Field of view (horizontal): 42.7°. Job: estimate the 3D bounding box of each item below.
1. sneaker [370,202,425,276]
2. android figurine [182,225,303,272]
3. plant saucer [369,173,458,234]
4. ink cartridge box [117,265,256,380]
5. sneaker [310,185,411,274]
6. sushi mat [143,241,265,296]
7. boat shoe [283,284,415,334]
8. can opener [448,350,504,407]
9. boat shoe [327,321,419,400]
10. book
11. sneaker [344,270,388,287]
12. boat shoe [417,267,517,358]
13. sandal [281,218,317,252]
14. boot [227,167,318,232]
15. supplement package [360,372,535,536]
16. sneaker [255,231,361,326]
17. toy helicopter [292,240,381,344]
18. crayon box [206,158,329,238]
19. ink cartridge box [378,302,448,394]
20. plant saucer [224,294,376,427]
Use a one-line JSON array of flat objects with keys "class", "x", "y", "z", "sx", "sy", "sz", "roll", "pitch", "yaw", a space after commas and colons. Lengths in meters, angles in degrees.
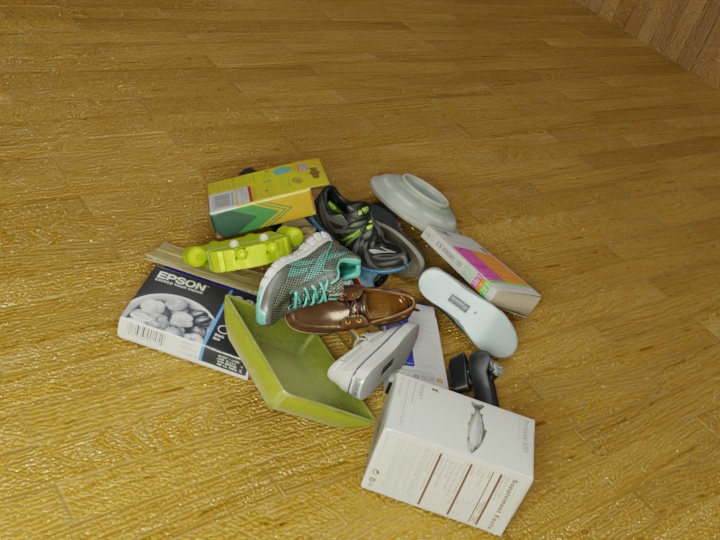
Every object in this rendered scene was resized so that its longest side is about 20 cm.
[{"class": "sneaker", "x": 0.059, "y": -0.068, "z": 1.664, "sx": 0.200, "sy": 0.075, "sz": 0.106, "roll": 36, "pitch": 37, "yaw": 26}, {"class": "android figurine", "x": -0.176, "y": -0.032, "z": 1.393, "sx": 0.181, "sy": 0.041, "sz": 0.200, "roll": -12, "pitch": 8, "yaw": -16}, {"class": "plant saucer", "x": 0.112, "y": -0.134, "z": 1.753, "sx": 0.199, "sy": 0.050, "sz": 0.200, "roll": 29, "pitch": 20, "yaw": -12}, {"class": "ink cartridge box", "x": -0.232, "y": 0.059, "z": 1.374, "sx": 0.197, "sy": 0.044, "sz": 0.200, "roll": 18, "pitch": 32, "yaw": -1}, {"class": "sneaker", "x": -0.001, "y": -0.065, "z": 1.489, "sx": 0.199, "sy": 0.083, "sz": 0.071, "roll": 40, "pitch": 43, "yaw": 21}, {"class": "sushi mat", "x": -0.234, "y": -0.002, "z": 1.453, "sx": 0.199, "sy": 0.012, "sz": 0.096, "roll": 18, "pitch": 15, "yaw": 4}, {"class": "boat shoe", "x": -0.012, "y": 0.052, "z": 1.340, "sx": 0.199, "sy": 0.067, "sz": 0.073, "roll": -3, "pitch": 83, "yaw": -23}, {"class": "can opener", "x": 0.186, "y": 0.197, "z": 1.380, "sx": 0.063, "sy": 0.078, "sz": 0.201, "roll": 45, "pitch": 22, "yaw": -35}, {"class": "boat shoe", "x": 0.021, "y": 0.120, "z": 1.330, "sx": 0.065, "sy": 0.072, "sz": 0.200, "roll": 25, "pitch": 34, "yaw": 20}, {"class": "book", "x": 0.211, "y": -0.004, "z": 1.636, "sx": 0.133, "sy": 0.048, "sz": 0.200, "roll": 15, "pitch": 25, "yaw": -46}, {"class": "sneaker", "x": 0.000, "y": 0.000, "z": 1.545, "sx": 0.089, "sy": 0.079, "sz": 0.201, "roll": 14, "pitch": 41, "yaw": -10}, {"class": "boat shoe", "x": 0.182, "y": 0.064, "z": 1.544, "sx": 0.200, "sy": 0.071, "sz": 0.091, "roll": 42, "pitch": 7, "yaw": 3}, {"class": "sandal", "x": -0.068, "y": -0.018, "z": 1.472, "sx": 0.077, "sy": 0.070, "sz": 0.213, "roll": 5, "pitch": 57, "yaw": -33}, {"class": "boot", "x": -0.174, "y": -0.098, "z": 1.602, "sx": 0.199, "sy": 0.066, "sz": 0.164, "roll": 35, "pitch": 35, "yaw": 22}, {"class": "supplement package", "x": 0.117, "y": 0.241, "z": 1.217, "sx": 0.199, "sy": 0.118, "sz": 0.117, "roll": 19, "pitch": 33, "yaw": -1}, {"class": "sneaker", "x": -0.068, "y": 0.016, "z": 1.282, "sx": 0.091, "sy": 0.078, "sz": 0.200, "roll": 23, "pitch": 43, "yaw": 22}, {"class": "toy helicopter", "x": -0.034, "y": 0.044, "z": 1.409, "sx": 0.200, "sy": 0.079, "sz": 0.132, "roll": 46, "pitch": 70, "yaw": -8}, {"class": "crayon box", "x": -0.151, "y": -0.122, "z": 1.525, "sx": 0.198, "sy": 0.051, "sz": 0.127, "roll": -14, "pitch": 29, "yaw": -3}, {"class": "ink cartridge box", "x": 0.079, "y": 0.120, "z": 1.444, "sx": 0.094, "sy": 0.037, "sz": 0.201, "roll": 11, "pitch": 37, "yaw": -11}, {"class": "plant saucer", "x": -0.095, "y": 0.137, "z": 1.268, "sx": 0.200, "sy": 0.048, "sz": 0.200, "roll": 28, "pitch": 18, "yaw": -48}]
